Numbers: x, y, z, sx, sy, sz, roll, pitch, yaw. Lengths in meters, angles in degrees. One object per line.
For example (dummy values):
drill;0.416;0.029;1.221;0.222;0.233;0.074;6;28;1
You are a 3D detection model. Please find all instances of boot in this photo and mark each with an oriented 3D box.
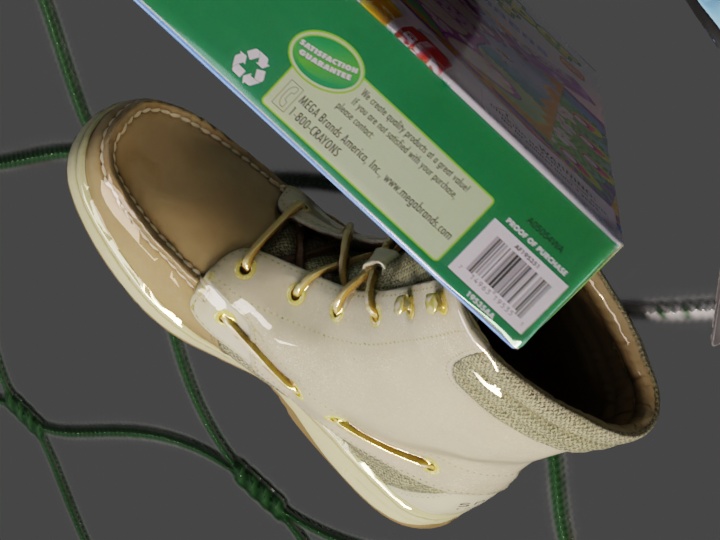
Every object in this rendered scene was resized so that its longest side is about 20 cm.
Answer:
boot;0.000;0.000;0.994;0.200;0.072;0.155;45;152;-9

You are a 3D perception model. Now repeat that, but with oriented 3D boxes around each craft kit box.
craft kit box;-0.015;-0.085;0.790;0.200;0.049;0.198;43;-169;-10

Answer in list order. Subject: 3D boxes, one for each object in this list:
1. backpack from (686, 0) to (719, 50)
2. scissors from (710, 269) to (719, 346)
backpack;0.177;-0.049;0.637;0.182;0.135;0.201;4;130;50
scissors;0.117;-0.041;0.854;0.073;0.014;0.200;40;152;5
